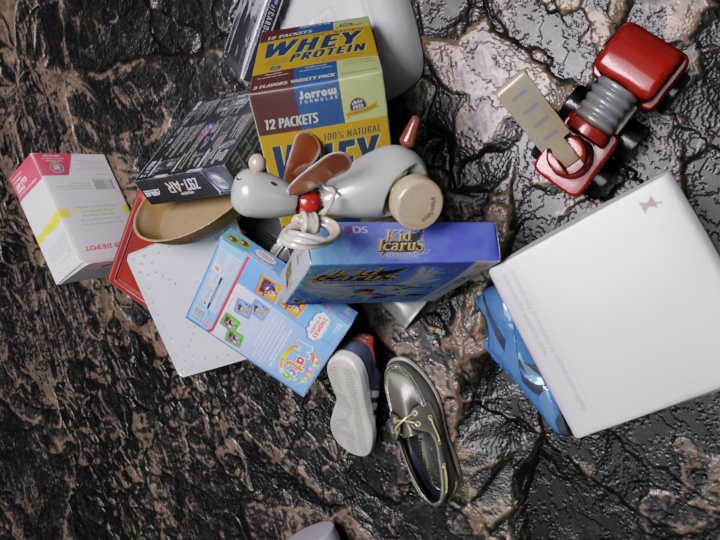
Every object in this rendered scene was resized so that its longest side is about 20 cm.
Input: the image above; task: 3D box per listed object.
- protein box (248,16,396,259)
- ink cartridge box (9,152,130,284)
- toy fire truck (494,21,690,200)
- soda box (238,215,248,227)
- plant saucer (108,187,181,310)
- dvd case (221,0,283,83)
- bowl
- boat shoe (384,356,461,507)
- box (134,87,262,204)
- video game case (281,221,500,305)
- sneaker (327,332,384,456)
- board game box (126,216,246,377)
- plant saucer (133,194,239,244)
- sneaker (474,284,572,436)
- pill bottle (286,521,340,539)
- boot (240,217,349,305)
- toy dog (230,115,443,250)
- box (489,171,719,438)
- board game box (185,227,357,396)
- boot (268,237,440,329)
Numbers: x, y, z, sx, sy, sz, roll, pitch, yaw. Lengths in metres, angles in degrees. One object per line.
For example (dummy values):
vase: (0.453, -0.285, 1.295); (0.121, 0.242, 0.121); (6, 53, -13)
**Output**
protein box: (-0.035, -0.157, 0.699); (0.132, 0.200, 0.202); (-9, 127, 2)
ink cartridge box: (-0.471, -0.089, 1.014); (0.083, 0.145, 0.202); (-30, 83, 27)
toy fire truck: (0.234, -0.173, 0.616); (0.128, 0.199, 0.177); (40, 112, 15)
soda box: (-0.259, -0.048, 0.953); (0.199, 0.071, 0.064); (-39, 82, 25)
plant saucer: (-0.291, -0.009, 0.916); (0.198, 0.037, 0.202); (33, 114, 6)
dvd case: (-0.138, -0.374, 0.828); (0.202, 0.024, 0.151); (-64, 31, 19)
bowl: (-0.030, -0.313, 0.802); (0.197, 0.074, 0.203); (-17, 91, 28)
boat shoe: (0.080, 0.220, 0.826); (0.071, 0.060, 0.205); (-23, 86, 27)
box: (-0.204, -0.183, 0.847); (0.158, 0.202, 0.044); (-5, 135, 26)
video game case: (0.023, -0.003, 0.656); (0.196, 0.181, 0.046); (-1, 74, -16)
sneaker: (0.003, 0.178, 0.860); (0.074, 0.085, 0.203); (16, 128, 21)
board game box: (-0.222, 0.040, 0.874); (0.197, 0.026, 0.203); (-18, 100, 22)
plant saucer: (-0.217, -0.099, 0.828); (0.197, 0.202, 0.036); (-4, 135, 27)
sneaker: (0.206, 0.112, 0.751); (0.078, 0.066, 0.203); (-27, 84, 39)
pill bottle: (-0.045, 0.495, 0.898); (0.112, 0.113, 0.203); (-25, 86, 27)
boot: (-0.109, 0.008, 0.885); (0.199, 0.066, 0.166); (36, 99, 12)
toy dog: (-0.011, -0.094, 0.549); (0.131, 0.198, 0.098); (29, 122, 45)
box: (0.281, 0.030, 0.636); (0.198, 0.171, 0.201); (-30, 84, 27)
board game box: (-0.122, 0.060, 0.801); (0.199, 0.037, 0.152); (34, 122, 1)
boot: (-0.001, 0.000, 0.800); (0.181, 0.073, 0.201); (-37, 81, -13)
